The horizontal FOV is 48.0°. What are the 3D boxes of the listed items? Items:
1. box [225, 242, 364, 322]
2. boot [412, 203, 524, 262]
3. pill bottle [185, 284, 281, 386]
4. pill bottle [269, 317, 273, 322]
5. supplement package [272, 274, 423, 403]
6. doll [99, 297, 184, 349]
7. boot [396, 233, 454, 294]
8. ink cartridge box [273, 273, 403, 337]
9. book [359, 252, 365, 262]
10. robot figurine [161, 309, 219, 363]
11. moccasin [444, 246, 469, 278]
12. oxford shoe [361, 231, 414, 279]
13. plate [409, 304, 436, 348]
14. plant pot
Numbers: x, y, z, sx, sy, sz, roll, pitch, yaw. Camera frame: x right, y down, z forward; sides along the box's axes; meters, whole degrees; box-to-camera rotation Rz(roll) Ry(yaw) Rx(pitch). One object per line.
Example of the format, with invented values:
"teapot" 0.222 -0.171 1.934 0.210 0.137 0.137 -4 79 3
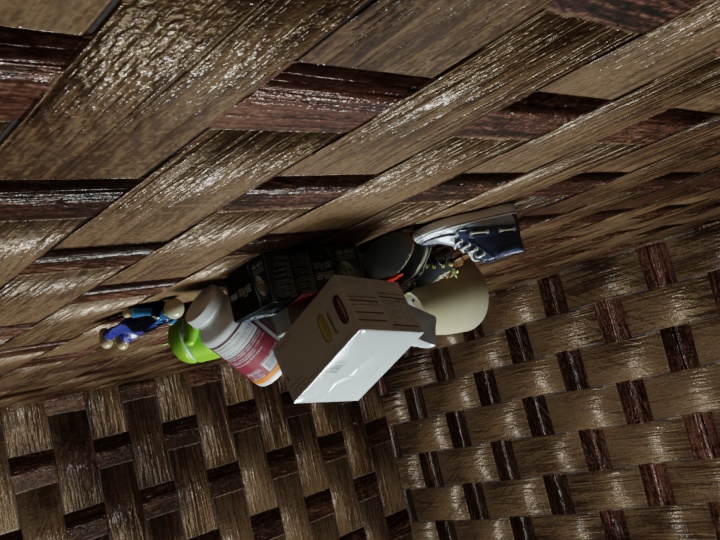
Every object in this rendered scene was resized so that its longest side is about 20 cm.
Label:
"box" -0.117 0.022 1.452 0.197 0.088 0.163 -9 170 -37
"boot" 0.199 -0.054 1.473 0.196 0.092 0.073 -15 173 1
"pill bottle" -0.228 0.119 1.527 0.112 0.114 0.200 -21 126 43
"pill bottle" -0.148 0.075 1.654 0.114 0.119 0.200 -13 173 -9
"supplement package" -0.024 0.118 1.357 0.154 0.112 0.201 7 134 -43
"doll" -0.418 0.099 1.585 0.198 0.049 0.135 -26 158 29
"boot" 0.124 -0.019 1.612 0.149 0.074 0.201 -21 153 -35
"ink cartridge box" -0.036 0.062 1.413 0.196 0.044 0.173 -12 171 -25
"book" 0.000 0.000 1.675 0.132 0.049 0.198 -18 170 33
"robot figurine" -0.323 0.131 1.732 0.196 0.118 0.175 -15 177 9
"moccasin" 0.181 -0.011 1.785 0.197 0.079 0.074 -18 171 -10
"oxford shoe" 0.047 -0.019 1.517 0.071 0.072 0.200 -32 172 -42
"plate" 0.057 0.095 1.622 0.196 0.033 0.200 22 -165 0
"plant pot" 0.168 0.072 1.868 0.185 0.191 0.198 -21 176 42
